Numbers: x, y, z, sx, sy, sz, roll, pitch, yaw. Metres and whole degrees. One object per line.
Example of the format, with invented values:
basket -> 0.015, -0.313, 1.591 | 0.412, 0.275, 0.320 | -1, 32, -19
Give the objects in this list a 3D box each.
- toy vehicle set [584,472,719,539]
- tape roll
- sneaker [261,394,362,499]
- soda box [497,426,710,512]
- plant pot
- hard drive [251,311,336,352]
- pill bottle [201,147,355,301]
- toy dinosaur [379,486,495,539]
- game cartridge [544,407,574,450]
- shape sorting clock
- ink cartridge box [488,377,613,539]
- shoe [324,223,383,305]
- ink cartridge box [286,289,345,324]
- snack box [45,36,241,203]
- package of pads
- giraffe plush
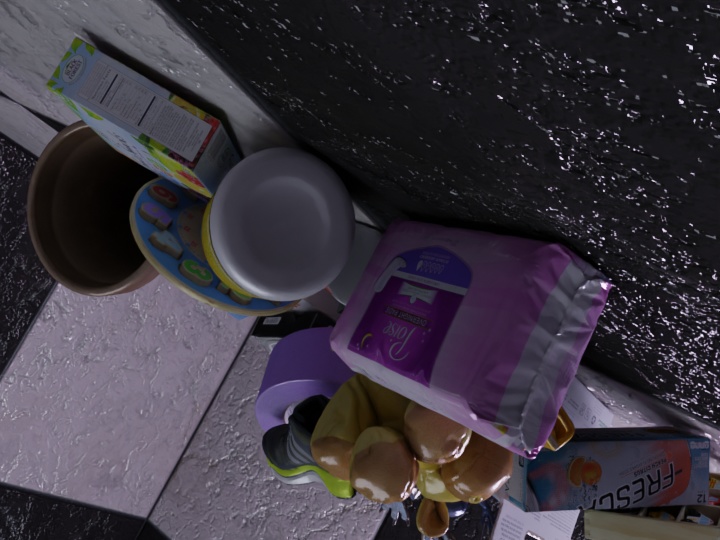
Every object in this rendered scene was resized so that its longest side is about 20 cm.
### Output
toy vehicle set -> 0.308, 0.236, 0.851 | 0.122, 0.027, 0.199 | 0, -179, 28
tape roll -> -0.013, 0.147, 0.921 | 0.195, 0.067, 0.202 | 10, 143, 7
sneaker -> -0.044, 0.161, 0.830 | 0.198, 0.073, 0.082 | -11, 107, 56
soda box -> 0.231, 0.187, 0.806 | 0.195, 0.065, 0.068 | 1, 180, -15
plant pot -> -0.272, -0.076, 1.033 | 0.197, 0.204, 0.174 | 27, -169, 16
hard drive -> -0.021, 0.116, 1.003 | 0.199, 0.038, 0.138 | 38, 158, -28
pill bottle -> -0.077, -0.033, 0.713 | 0.111, 0.114, 0.200 | 31, 172, -12
toy dinosaur -> 0.109, 0.222, 0.879 | 0.103, 0.205, 0.180 | 15, -156, 32
game cartridge -> 0.101, 0.071, 0.789 | 0.178, 0.032, 0.200 | 56, 170, -9
shape sorting clock -> -0.137, -0.031, 0.859 | 0.197, 0.039, 0.202 | 28, -148, -19
ink cartridge box -> 0.195, 0.213, 0.907 | 0.040, 0.204, 0.199 | 11, 161, 40
shoe -> 0.000, 0.000, 0.819 | 0.090, 0.072, 0.199 | 35, 177, -40
ink cartridge box -> -0.010, 0.049, 1.007 | 0.198, 0.085, 0.144 | 33, 160, -14
snack box -> -0.182, -0.122, 0.768 | 0.140, 0.054, 0.200 | 31, 174, 3
package of pads -> 0.067, 0.037, 0.580 | 0.075, 0.122, 0.199 | 33, 171, -28
giraffe plush -> 0.061, 0.142, 0.725 | 0.163, 0.172, 0.200 | 50, 178, -24
